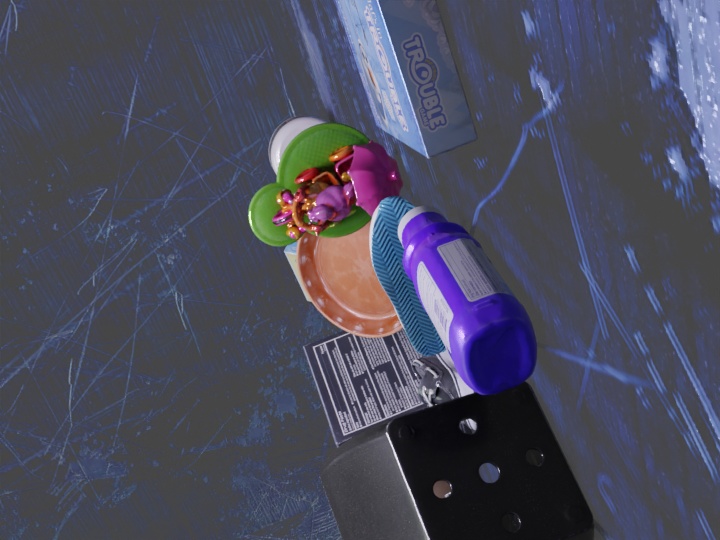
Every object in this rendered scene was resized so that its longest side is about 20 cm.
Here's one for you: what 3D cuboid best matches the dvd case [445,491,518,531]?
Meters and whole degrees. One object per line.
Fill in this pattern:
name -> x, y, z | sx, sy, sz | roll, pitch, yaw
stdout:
dvd case -> 0.169, 0.312, 0.918 | 0.146, 0.022, 0.201 | 13, -132, -49

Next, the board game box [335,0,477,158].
board game box -> 0.016, -0.198, 0.692 | 0.199, 0.043, 0.201 | -124, 14, -72

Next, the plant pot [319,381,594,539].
plant pot -> 0.092, 0.207, 0.805 | 0.178, 0.199, 0.201 | 104, 148, -60

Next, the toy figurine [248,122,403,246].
toy figurine -> -0.030, -0.097, 1.113 | 0.151, 0.200, 0.184 | 61, 167, -14

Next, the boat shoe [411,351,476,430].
boat shoe -> 0.110, 0.158, 1.202 | 0.200, 0.068, 0.072 | -118, 8, -68

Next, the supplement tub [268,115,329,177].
supplement tub -> -0.106, -0.227, 1.763 | 0.200, 0.140, 0.141 | -126, 15, -77

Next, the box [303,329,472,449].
box -> 0.039, 0.183, 1.405 | 0.123, 0.198, 0.200 | 72, 176, -46

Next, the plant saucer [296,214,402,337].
plant saucer -> 0.000, 0.000, 1.295 | 0.032, 0.200, 0.201 | -41, -64, -49

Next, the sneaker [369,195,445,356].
sneaker -> 0.055, 0.002, 1.079 | 0.081, 0.076, 0.201 | -112, 4, -64

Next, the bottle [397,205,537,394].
bottle -> 0.080, 0.013, 0.758 | 0.200, 0.065, 0.084 | -115, 6, -55

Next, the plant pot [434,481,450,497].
plant pot -> 0.143, 0.469, 1.871 | 0.175, 0.200, 0.201 | 42, 159, 43

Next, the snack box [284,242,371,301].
snack box -> -0.010, 0.013, 1.379 | 0.037, 0.199, 0.116 | -59, -35, -33
